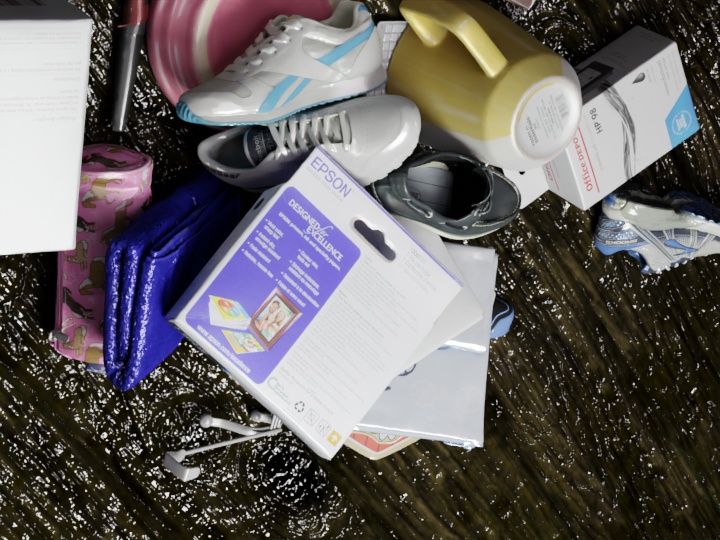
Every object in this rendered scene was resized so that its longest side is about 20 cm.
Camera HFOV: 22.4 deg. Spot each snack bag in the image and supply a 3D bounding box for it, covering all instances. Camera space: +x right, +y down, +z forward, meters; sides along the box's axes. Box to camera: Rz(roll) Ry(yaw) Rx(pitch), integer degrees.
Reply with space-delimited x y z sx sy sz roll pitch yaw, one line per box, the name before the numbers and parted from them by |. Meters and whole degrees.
snack bag | 0.040 0.065 1.744 0.188 0.021 0.200 9 80 -20

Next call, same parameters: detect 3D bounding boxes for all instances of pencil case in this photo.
pencil case | -0.228 -0.014 1.603 0.087 0.083 0.200 -44 144 -62

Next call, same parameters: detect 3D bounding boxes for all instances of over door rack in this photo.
over door rack | -0.119 0.096 1.704 0.200 0.067 0.148 -19 129 -64

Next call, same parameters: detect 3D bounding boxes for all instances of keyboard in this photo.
keyboard | 0.023 -0.143 1.749 0.056 0.011 0.200 -4 115 -32

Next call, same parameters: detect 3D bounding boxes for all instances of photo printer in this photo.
photo printer | 0.000 0.000 1.689 0.166 0.069 0.200 -32 92 -23

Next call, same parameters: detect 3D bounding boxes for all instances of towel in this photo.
towel | -0.162 0.006 1.606 0.200 0.050 0.148 -45 143 -60

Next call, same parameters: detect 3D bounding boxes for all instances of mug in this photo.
mug | 0.114 -0.166 1.699 0.186 0.153 0.150 7 108 -39

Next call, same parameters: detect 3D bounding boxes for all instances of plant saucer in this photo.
plant saucer | -0.090 -0.214 1.615 0.200 0.051 0.201 -14 120 -27

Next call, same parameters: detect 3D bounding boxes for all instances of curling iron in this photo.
curling iron | -0.199 -0.214 1.555 0.050 0.026 0.200 -40 145 -61

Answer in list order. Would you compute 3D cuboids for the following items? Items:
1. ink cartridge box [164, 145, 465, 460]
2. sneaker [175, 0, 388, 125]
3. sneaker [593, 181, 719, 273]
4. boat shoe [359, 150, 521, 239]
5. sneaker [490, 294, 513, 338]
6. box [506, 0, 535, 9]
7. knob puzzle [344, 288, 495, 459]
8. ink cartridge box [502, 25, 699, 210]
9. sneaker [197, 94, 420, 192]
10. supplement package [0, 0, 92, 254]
ink cartridge box | -0.037 0.028 1.591 0.198 0.043 0.200 44 77 -21
sneaker | -0.073 -0.176 1.573 0.200 0.076 0.081 -22 111 -28
sneaker | 0.332 -0.039 1.974 0.200 0.077 0.085 11 116 -29
boat shoe | 0.088 -0.074 1.669 0.199 0.066 0.075 13 76 -40
sneaker | 0.083 0.014 1.827 0.200 0.070 0.078 11 113 -35
box | 0.073 -0.313 1.643 0.200 0.100 0.075 17 102 -39
knob puzzle | 0.036 0.108 1.808 0.219 0.030 0.220 -10 123 -15
ink cartridge box | 0.240 -0.145 1.854 0.200 0.067 0.116 -35 128 -15
sneaker | -0.044 -0.111 1.595 0.080 0.200 0.076 22 57 -62
supplement package | -0.299 -0.123 1.478 0.117 0.117 0.200 -5 114 -32
